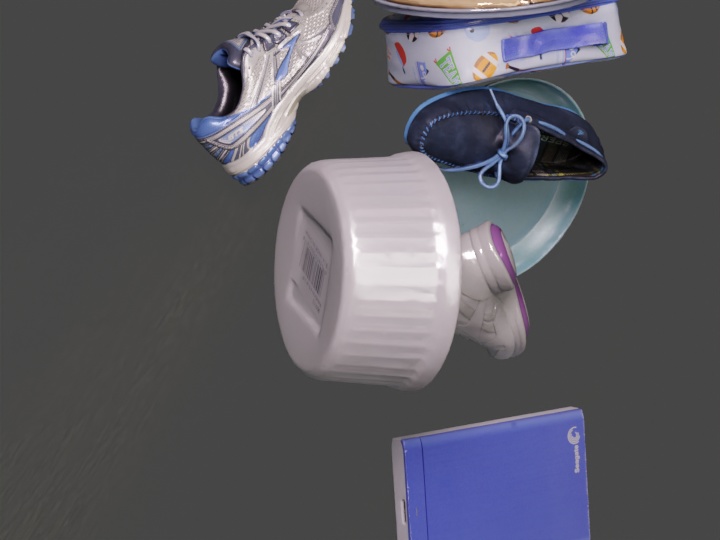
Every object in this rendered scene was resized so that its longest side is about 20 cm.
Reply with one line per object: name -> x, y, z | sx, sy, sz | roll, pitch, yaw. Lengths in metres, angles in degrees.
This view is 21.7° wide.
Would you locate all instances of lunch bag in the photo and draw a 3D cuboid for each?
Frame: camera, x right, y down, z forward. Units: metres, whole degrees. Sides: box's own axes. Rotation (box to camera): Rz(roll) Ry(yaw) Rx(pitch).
lunch bag -> 0.129, -0.205, 1.641 | 0.199, 0.160, 0.076 | -14, 101, -28

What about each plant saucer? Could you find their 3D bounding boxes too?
plant saucer -> 0.120, -0.081, 1.690 | 0.199, 0.027, 0.201 | -15, 121, -26

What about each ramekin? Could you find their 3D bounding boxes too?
ramekin -> 0.000, 0.000, 1.563 | 0.097, 0.200, 0.202 | 1, 93, -23

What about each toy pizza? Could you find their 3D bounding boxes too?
toy pizza -> 0.104, -0.249, 1.600 | 0.199, 0.200, 0.032 | -14, 112, -29

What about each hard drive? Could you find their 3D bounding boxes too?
hard drive -> 0.123, 0.206, 1.742 | 0.199, 0.025, 0.133 | -7, 96, -30

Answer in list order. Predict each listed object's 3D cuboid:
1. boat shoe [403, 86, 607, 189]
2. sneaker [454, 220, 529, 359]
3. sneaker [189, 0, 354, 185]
boat shoe -> 0.134, -0.114, 1.612 | 0.199, 0.069, 0.084 | -4, 130, -31
sneaker -> 0.093, 0.023, 1.661 | 0.099, 0.075, 0.200 | -19, 149, 3
sneaker -> -0.075, -0.176, 1.575 | 0.085, 0.077, 0.201 | 33, 77, -23
